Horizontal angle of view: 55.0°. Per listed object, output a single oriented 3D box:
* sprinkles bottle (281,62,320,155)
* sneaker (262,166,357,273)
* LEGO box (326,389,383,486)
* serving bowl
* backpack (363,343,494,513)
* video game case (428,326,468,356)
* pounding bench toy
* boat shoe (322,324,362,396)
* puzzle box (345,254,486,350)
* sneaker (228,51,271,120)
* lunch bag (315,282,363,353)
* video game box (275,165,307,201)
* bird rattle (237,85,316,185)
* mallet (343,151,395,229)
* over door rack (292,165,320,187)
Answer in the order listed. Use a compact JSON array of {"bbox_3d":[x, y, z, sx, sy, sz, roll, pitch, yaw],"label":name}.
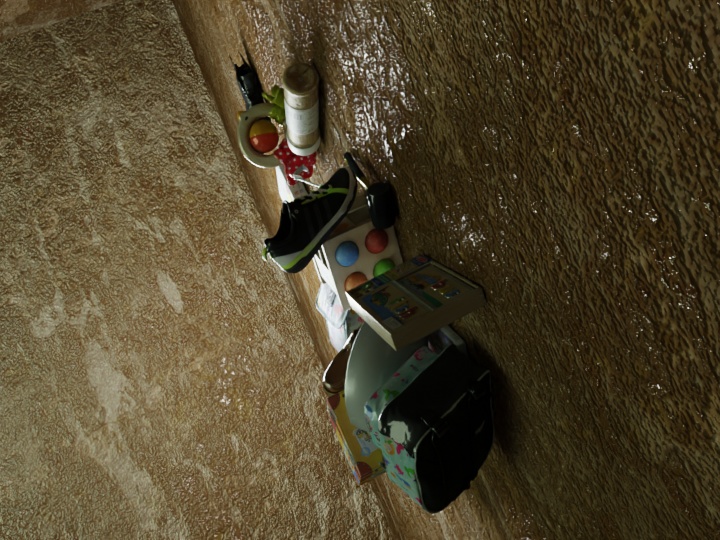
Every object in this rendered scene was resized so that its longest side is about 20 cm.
[{"bbox_3d":[-0.108,-0.295,1.284,0.201,0.067,0.070,98,148,-67],"label":"sprinkles bottle"},{"bbox_3d":[-0.079,-0.090,1.075,0.083,0.203,0.071,40,165,-30],"label":"sneaker"},{"bbox_3d":[0.055,0.263,1.229,0.078,0.195,0.152,94,151,-65],"label":"LEGO box"},{"bbox_3d":[0.054,0.151,1.049,0.064,0.201,0.204,13,136,29],"label":"serving bowl"},{"bbox_3d":[0.102,0.222,0.956,0.149,0.177,0.204,25,145,43],"label":"backpack"},{"bbox_3d":[0.126,0.128,1.096,0.200,0.018,0.147,-132,24,-60],"label":"video game case"},{"bbox_3d":[0.000,0.000,1.183,0.156,0.121,0.205,-135,25,-61],"label":"pounding bench toy"},{"bbox_3d":[-0.001,0.139,1.269,0.071,0.200,0.069,29,152,30],"label":"boat shoe"},{"bbox_3d":[0.067,0.036,0.916,0.026,0.130,0.200,68,168,-19],"label":"puzzle box"},{"bbox_3d":[-0.296,-0.481,1.847,0.105,0.059,0.203,78,169,-59],"label":"sneaker"},{"bbox_3d":[-0.015,0.088,1.432,0.170,0.124,0.206,-136,33,-59],"label":"lunch bag"},{"bbox_3d":[-0.173,-0.189,1.851,0.201,0.046,0.186,97,151,-68],"label":"video game box"},{"bbox_3d":[-0.176,-0.279,1.447,0.113,0.158,0.206,-89,-10,-73],"label":"bird rattle"},{"bbox_3d":[0.006,-0.149,1.111,0.067,0.040,0.202,80,168,-44],"label":"mallet"},{"bbox_3d":[-0.069,-0.099,1.373,0.199,0.066,0.151,36,148,43],"label":"over door rack"}]
